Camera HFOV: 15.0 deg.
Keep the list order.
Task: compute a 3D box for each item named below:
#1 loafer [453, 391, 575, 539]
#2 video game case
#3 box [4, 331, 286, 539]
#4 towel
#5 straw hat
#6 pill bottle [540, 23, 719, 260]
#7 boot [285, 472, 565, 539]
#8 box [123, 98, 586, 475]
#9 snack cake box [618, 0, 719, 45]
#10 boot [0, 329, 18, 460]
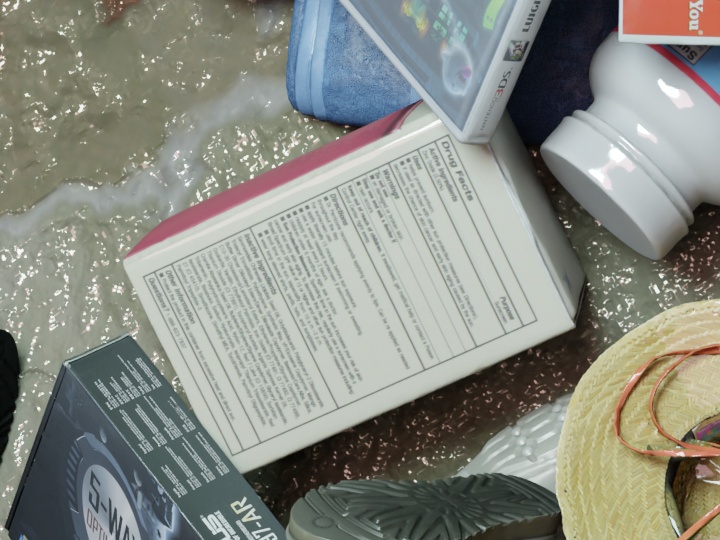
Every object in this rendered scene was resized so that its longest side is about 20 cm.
[{"bbox_3d":[0.077,0.128,1.398,0.200,0.070,0.070,-34,107,5],"label":"loafer"},{"bbox_3d":[0.037,-0.191,1.312,0.200,0.023,0.182,52,132,40],"label":"video game case"},{"bbox_3d":[-0.096,0.156,1.404,0.043,0.161,0.200,-25,66,-35],"label":"box"},{"bbox_3d":[0.059,-0.126,1.456,0.199,0.049,0.112,7,82,20],"label":"towel"},{"bbox_3d":[0.194,0.118,1.338,0.200,0.085,0.202,-5,65,10],"label":"straw hat"},{"bbox_3d":[0.186,-0.105,1.361,0.109,0.109,0.200,41,85,21],"label":"pill bottle"},{"bbox_3d":[0.019,0.202,1.315,0.072,0.181,0.201,33,112,45],"label":"boot"},{"bbox_3d":[0.000,0.000,1.400,0.199,0.109,0.128,-24,98,12],"label":"box"},{"bbox_3d":[0.176,-0.205,1.244,0.114,0.067,0.201,2,113,8],"label":"snack cake box"},{"bbox_3d":[-0.289,0.109,1.521,0.162,0.073,0.199,15,85,24],"label":"boot"}]
